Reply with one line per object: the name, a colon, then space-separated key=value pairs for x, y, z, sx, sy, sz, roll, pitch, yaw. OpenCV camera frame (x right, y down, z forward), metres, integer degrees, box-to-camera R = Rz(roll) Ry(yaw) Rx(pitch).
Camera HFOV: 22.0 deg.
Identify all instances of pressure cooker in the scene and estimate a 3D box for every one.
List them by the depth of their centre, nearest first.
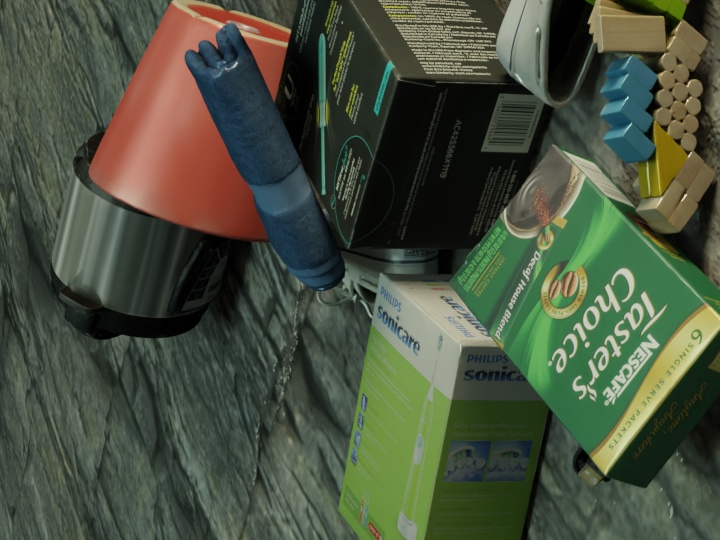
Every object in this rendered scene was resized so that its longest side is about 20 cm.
pressure cooker: x=-0.225 y=-0.025 z=1.897 sx=0.179 sy=0.175 sz=0.200 roll=-119 pitch=42 yaw=-55

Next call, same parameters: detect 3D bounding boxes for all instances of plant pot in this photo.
plant pot: x=-0.130 y=-0.142 z=1.693 sx=0.200 sy=0.200 sz=0.178 roll=41 pitch=116 yaw=60

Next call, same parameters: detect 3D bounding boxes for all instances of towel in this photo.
towel: x=-0.072 y=-0.083 z=1.415 sx=0.112 sy=0.048 sz=0.200 roll=-122 pitch=7 yaw=-67

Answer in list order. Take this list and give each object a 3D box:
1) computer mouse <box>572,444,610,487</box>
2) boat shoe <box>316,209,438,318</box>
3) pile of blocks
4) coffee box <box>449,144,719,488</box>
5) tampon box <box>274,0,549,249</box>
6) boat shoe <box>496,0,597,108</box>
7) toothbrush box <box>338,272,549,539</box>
computer mouse: x=0.146 y=0.040 z=1.224 sx=0.110 sy=0.044 sz=0.200 roll=115 pitch=143 yaw=-45
boat shoe: x=0.005 y=-0.001 z=1.520 sx=0.202 sy=0.074 sz=0.086 roll=17 pitch=113 yaw=57
pile of blocks: x=0.166 y=-0.122 z=1.135 sx=0.062 sy=0.082 sz=0.201 roll=173 pitch=97 yaw=-65
coffee box: x=0.147 y=0.024 z=1.144 sx=0.123 sy=0.044 sz=0.200 roll=-53 pitch=44 yaw=18
tampon box: x=0.034 y=-0.131 z=1.378 sx=0.200 sy=0.126 sz=0.150 roll=-117 pitch=35 yaw=-48
boat shoe: x=0.148 y=-0.200 z=1.211 sx=0.065 sy=0.073 sz=0.200 roll=53 pitch=144 yaw=41
toothbrush box: x=0.061 y=0.119 z=1.354 sx=0.146 sy=0.086 sz=0.201 roll=-139 pitch=53 yaw=-60
